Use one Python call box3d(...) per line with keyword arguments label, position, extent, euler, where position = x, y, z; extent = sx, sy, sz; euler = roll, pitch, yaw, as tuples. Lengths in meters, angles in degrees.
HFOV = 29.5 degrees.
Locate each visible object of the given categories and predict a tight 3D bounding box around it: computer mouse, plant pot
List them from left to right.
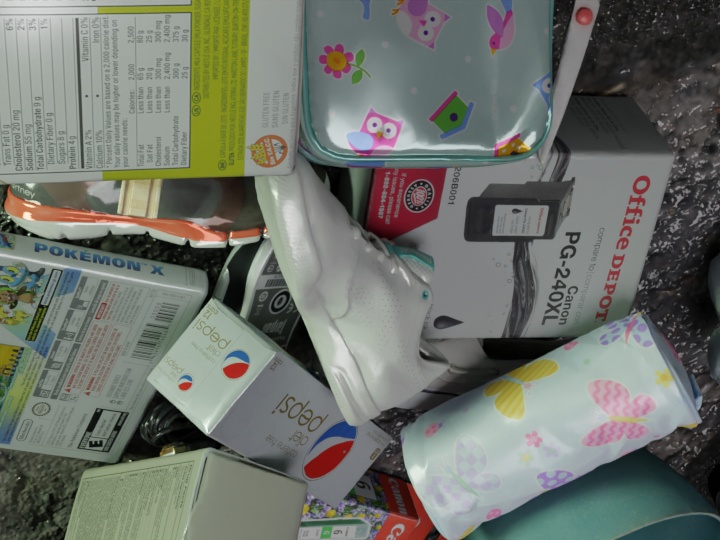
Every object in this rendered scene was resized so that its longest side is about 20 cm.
box3d(label="computer mouse", position=(-0.078, 0.038, 0.918), extent=(0.110, 0.044, 0.200), euler=(-1, 122, -51))
box3d(label="plant pot", position=(0.150, 0.190, 1.020), extent=(0.200, 0.135, 0.200), euler=(-20, 143, -16))

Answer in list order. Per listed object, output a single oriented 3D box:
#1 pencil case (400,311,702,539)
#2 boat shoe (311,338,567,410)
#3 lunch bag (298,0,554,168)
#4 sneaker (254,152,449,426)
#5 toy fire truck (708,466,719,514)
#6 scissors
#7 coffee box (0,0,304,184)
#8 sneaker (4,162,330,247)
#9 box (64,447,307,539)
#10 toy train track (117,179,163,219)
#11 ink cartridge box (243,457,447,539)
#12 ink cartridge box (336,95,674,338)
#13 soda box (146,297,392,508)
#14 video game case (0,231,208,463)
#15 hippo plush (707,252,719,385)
box3d(label="pencil case", position=(0.125, 0.106, 0.910), extent=(0.200, 0.083, 0.091), euler=(-29, 115, 12))
box3d(label="boat shoe", position=(0.065, 0.063, 0.968), extent=(0.200, 0.072, 0.066), euler=(13, 105, -17))
box3d(label="lunch bag", position=(0.025, -0.157, 0.766), extent=(0.160, 0.077, 0.200), euler=(-2, 94, -10))
box3d(label="sneaker", position=(0.000, 0.000, 0.816), extent=(0.088, 0.075, 0.200), euler=(-22, 128, -2))
box3d(label="toy fire truck", position=(0.404, 0.160, 1.109), extent=(0.200, 0.129, 0.176), euler=(11, 120, -10))
box3d(label="scissors", position=(0.143, -0.163, 0.820), extent=(0.073, 0.014, 0.200), euler=(0, 96, -11))
box3d(label="coffee box", position=(-0.139, -0.177, 0.669), extent=(0.198, 0.200, 0.200), euler=(-4, 124, -12))
box3d(label="sneaker", position=(-0.114, -0.065, 0.830), extent=(0.200, 0.077, 0.082), euler=(-3, 117, -15))
box3d(label="box", position=(-0.125, 0.178, 0.910), extent=(0.078, 0.095, 0.200), euler=(23, 159, -28))
box3d(label="toy train track", position=(-0.163, -0.095, 0.787), extent=(0.200, 0.115, 0.033), euler=(7, 164, -2))
box3d(label="ink cartridge box", position=(-0.014, 0.207, 1.052), extent=(0.200, 0.050, 0.109), euler=(20, 116, -25))
box3d(label="ink cartridge box", position=(0.089, -0.035, 0.898), extent=(0.200, 0.083, 0.145), euler=(0, 123, -15))
box3d(label="soda box", position=(-0.054, 0.092, 0.901), extent=(0.068, 0.064, 0.200), euler=(-51, 148, -3))
box3d(label="video game case", position=(-0.215, 0.052, 0.878), extent=(0.182, 0.022, 0.200), euler=(11, 136, -22))
box3d(label="hippo plush", position=(0.333, 0.049, 0.992), extent=(0.161, 0.200, 0.159), euler=(-7, 164, 14))
